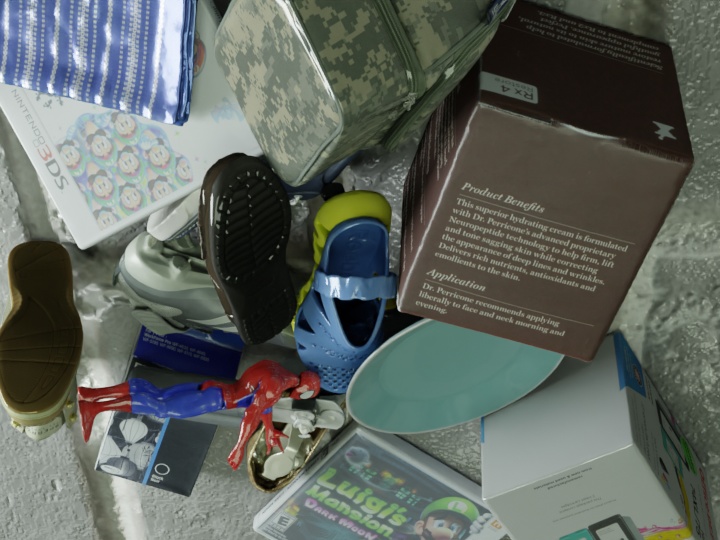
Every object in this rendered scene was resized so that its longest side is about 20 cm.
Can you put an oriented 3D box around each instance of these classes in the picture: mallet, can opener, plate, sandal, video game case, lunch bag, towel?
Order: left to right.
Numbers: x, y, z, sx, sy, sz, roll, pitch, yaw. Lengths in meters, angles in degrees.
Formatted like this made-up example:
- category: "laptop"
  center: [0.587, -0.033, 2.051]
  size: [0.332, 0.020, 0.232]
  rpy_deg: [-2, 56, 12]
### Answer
- category: "towel"
  center: [-0.214, -0.194, 1.162]
  size: [0.198, 0.024, 0.146]
  rpy_deg: [14, 116, 12]
- category: "video game case"
  center: [-0.182, -0.137, 1.203]
  size: [0.199, 0.024, 0.183]
  rpy_deg: [-25, 98, 22]
- category: "can opener"
  center: [-0.105, 0.108, 1.365]
  size: [0.198, 0.067, 0.053]
  rpy_deg: [3, 149, 8]
- category: "sandal"
  center: [-0.011, 0.034, 1.252]
  size: [0.079, 0.088, 0.201]
  rpy_deg: [-5, 136, -10]
- category: "mallet"
  center: [0.000, 0.000, 1.304]
  size: [0.065, 0.041, 0.200]
  rpy_deg: [-20, 136, 17]
- category: "lunch bag"
  center: [0.008, -0.164, 1.091]
  size: [0.140, 0.167, 0.200]
  rpy_deg: [61, 160, 5]
- category: "video game case"
  center: [0.024, 0.245, 1.524]
  size: [0.199, 0.023, 0.182]
  rpy_deg: [32, 123, -19]
- category: "plate"
  center: [0.080, 0.075, 1.302]
  size: [0.198, 0.026, 0.201]
  rpy_deg: [-13, 148, -8]

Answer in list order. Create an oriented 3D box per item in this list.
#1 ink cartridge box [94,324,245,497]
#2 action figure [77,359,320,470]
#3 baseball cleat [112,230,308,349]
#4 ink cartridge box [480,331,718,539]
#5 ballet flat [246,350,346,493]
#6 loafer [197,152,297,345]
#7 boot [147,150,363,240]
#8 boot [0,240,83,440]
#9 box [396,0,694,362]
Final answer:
- category: "ink cartridge box"
  center: [-0.176, 0.122, 1.436]
  size: [0.099, 0.039, 0.201]
  rpy_deg: [17, 126, -7]
- category: "action figure"
  center: [-0.127, 0.129, 1.286]
  size: [0.198, 0.065, 0.100]
  rpy_deg: [-10, 107, -8]
- category: "baseball cleat"
  center: [-0.118, 0.028, 1.351]
  size: [0.199, 0.070, 0.107]
  rpy_deg: [27, 139, -13]
- category: "ink cartridge box"
  center: [0.215, 0.193, 1.390]
  size: [0.145, 0.147, 0.201]
  rpy_deg: [-23, 123, 20]
- category: "ballet flat"
  center: [-0.049, 0.133, 1.416]
  size: [0.070, 0.066, 0.201]
  rpy_deg: [20, 126, -10]
- category: "loafer"
  center: [-0.099, -0.021, 1.213]
  size: [0.073, 0.071, 0.201]
  rpy_deg: [-31, 146, -22]
- category: "boot"
  center: [-0.084, -0.073, 1.256]
  size: [0.090, 0.073, 0.200]
  rpy_deg: [35, 125, -23]
- category: "boot"
  center: [-0.272, 0.093, 1.322]
  size: [0.071, 0.201, 0.156]
  rpy_deg: [0, 130, -11]
- category: "box"
  center: [0.133, -0.070, 1.182]
  size: [0.164, 0.165, 0.201]
  rpy_deg: [16, 127, -7]
